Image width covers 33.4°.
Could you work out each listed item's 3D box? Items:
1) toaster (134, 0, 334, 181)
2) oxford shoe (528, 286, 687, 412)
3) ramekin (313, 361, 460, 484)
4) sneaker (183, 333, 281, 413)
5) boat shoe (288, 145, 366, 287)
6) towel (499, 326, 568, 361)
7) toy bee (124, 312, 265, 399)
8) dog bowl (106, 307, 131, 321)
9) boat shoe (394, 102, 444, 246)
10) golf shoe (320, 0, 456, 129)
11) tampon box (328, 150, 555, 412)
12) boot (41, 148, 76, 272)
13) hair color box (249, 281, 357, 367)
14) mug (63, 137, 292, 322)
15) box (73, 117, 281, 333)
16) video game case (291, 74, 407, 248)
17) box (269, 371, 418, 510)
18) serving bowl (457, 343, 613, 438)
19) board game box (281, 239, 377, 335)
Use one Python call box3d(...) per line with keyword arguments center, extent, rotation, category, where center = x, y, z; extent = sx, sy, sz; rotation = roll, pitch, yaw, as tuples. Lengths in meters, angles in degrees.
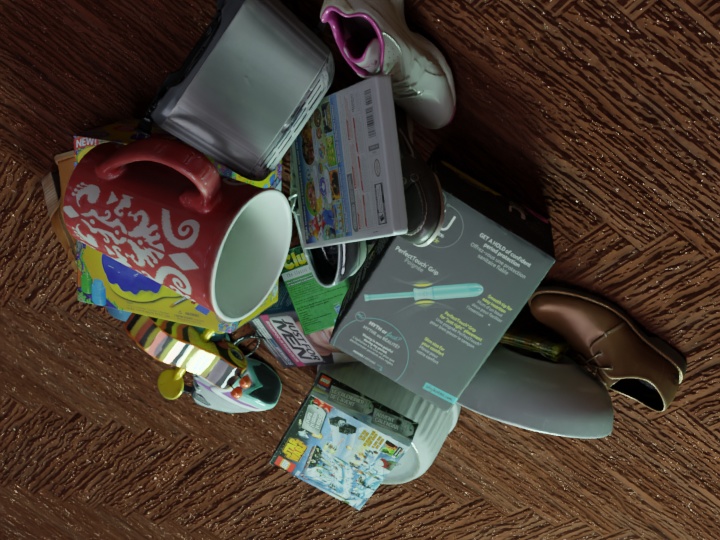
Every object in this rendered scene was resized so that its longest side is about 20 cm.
box3d(center=(-0.115, -0.178, 1.167), extent=(0.129, 0.114, 0.201), rotation=(33, 97, -16), category="toaster")
box3d(center=(0.268, 0.086, 1.325), extent=(0.199, 0.072, 0.071), rotation=(31, 145, -2), category="oxford shoe")
box3d(center=(0.022, 0.187, 1.556), extent=(0.198, 0.105, 0.201), rotation=(16, 140, 14), category="ramekin")
box3d(center=(-0.220, 0.139, 1.665), extent=(0.139, 0.078, 0.200), rotation=(-23, 120, 44), category="sneaker")
box3d(center=(-0.041, -0.076, 1.289), extent=(0.069, 0.072, 0.203), rotation=(0, 117, 27), category="boat shoe")
box3d(center=(0.138, 0.067, 1.378), extent=(0.198, 0.018, 0.086), rotation=(15, -175, 17), category="towel")
box3d(center=(-0.173, 0.095, 1.405), extent=(0.109, 0.198, 0.132), rotation=(51, 132, 40), category="toy bee")
box3d(center=(-0.236, 0.020, 1.519), extent=(0.198, 0.112, 0.050), rotation=(8, 126, 23), category="dog bowl")
box3d(center=(0.027, -0.101, 1.152), extent=(0.057, 0.201, 0.067), rotation=(22, 125, -32), category="boat shoe")
box3d(center=(0.022, -0.199, 1.128), extent=(0.075, 0.092, 0.200), rotation=(-11, 129, 37), category="golf shoe")
box3d(center=(0.084, 0.009, 1.236), extent=(0.149, 0.126, 0.201), rotation=(31, 110, -6), category="tampon box")
box3d(center=(-0.315, -0.065, 1.441), extent=(0.200, 0.073, 0.156), rotation=(-28, 82, 60), category="boot")
box3d(center=(-0.035, 0.061, 1.481), extent=(0.199, 0.061, 0.100), rotation=(-9, 130, 36), category="hair color box")
box3d(center=(-0.182, -0.066, 1.182), extent=(0.199, 0.133, 0.179), rotation=(22, 121, 25), category="mug")
box3d(center=(-0.202, -0.055, 1.339), extent=(0.198, 0.122, 0.195), rotation=(10, 109, 21), category="box")
box3d(center=(-0.016, -0.099, 1.161), extent=(0.200, 0.018, 0.145), rotation=(-6, 91, 63), category="video game case")
box3d(center=(-0.024, 0.217, 1.499), extent=(0.136, 0.040, 0.200), rotation=(28, 142, -2), category="box")
box3d(center=(0.193, 0.125, 1.355), extent=(0.198, 0.200, 0.066), rotation=(14, 98, 16), category="serving bowl")
box3d(center=(0.000, 0.000, 1.362), extent=(0.199, 0.023, 0.106), rotation=(-17, 99, 31), category="board game box")
